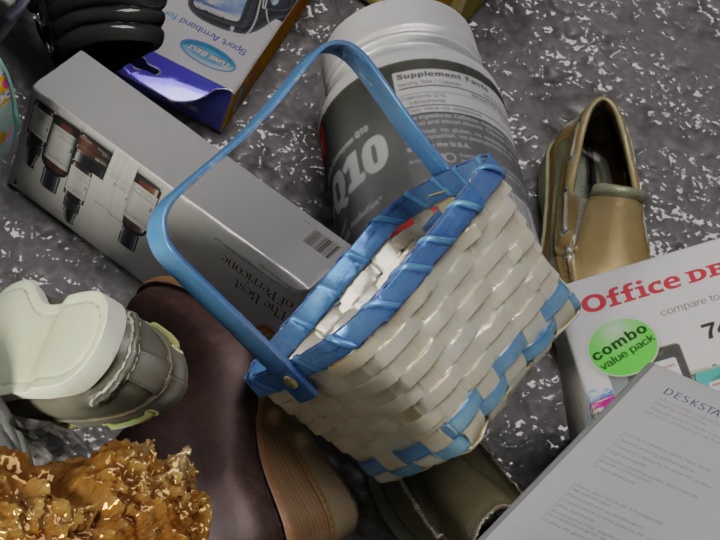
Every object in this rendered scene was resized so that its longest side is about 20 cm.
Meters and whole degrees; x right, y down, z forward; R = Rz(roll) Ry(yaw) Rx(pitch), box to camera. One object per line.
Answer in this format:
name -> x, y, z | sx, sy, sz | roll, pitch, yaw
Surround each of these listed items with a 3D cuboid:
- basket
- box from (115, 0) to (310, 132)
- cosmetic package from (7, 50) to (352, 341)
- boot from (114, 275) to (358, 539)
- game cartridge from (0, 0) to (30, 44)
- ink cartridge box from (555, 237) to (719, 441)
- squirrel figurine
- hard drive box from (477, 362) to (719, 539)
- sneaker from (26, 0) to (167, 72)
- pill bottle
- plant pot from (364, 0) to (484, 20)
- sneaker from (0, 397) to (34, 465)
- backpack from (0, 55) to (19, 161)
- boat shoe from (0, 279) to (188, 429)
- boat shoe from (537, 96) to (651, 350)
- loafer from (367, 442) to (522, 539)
basket -> 0.000, 0.000, 1.530 | 0.200, 0.139, 0.176 | 52, 55, -12
box -> -0.104, -0.167, 1.822 | 0.119, 0.042, 0.200 | 27, 47, 4
cosmetic package -> -0.104, -0.031, 1.663 | 0.200, 0.083, 0.051 | 36, 48, 14
boot -> -0.113, 0.095, 1.546 | 0.166, 0.073, 0.200 | -20, 57, -33
game cartridge -> -0.250, -0.171, 1.649 | 0.129, 0.200, 0.039 | 31, 76, -9
ink cartridge box -> 0.201, 0.106, 1.579 | 0.146, 0.146, 0.201 | -17, 51, -2
squirrel figurine -> -0.128, 0.174, 1.374 | 0.186, 0.201, 0.142 | 22, 39, 12
hard drive box -> 0.151, 0.147, 1.377 | 0.155, 0.077, 0.200 | 24, 42, 26
sneaker -> -0.188, -0.161, 1.726 | 0.071, 0.199, 0.100 | 7, 81, -49
pill bottle -> 0.036, -0.057, 1.720 | 0.113, 0.114, 0.201 | 5, 47, -18
plant pot -> 0.055, -0.304, 1.914 | 0.195, 0.195, 0.200 | 35, 40, 13
sneaker -> -0.252, 0.072, 1.520 | 0.200, 0.076, 0.079 | 32, 55, 27
backpack -> -0.290, -0.100, 1.591 | 0.199, 0.176, 0.154 | 28, 61, 7
boat shoe -> -0.153, 0.048, 1.521 | 0.060, 0.201, 0.072 | 29, 77, -24
boat shoe -> 0.143, -0.022, 1.756 | 0.071, 0.076, 0.201 | 6, 47, -17
loafer -> 0.072, 0.139, 1.579 | 0.075, 0.070, 0.200 | -15, 56, -32
